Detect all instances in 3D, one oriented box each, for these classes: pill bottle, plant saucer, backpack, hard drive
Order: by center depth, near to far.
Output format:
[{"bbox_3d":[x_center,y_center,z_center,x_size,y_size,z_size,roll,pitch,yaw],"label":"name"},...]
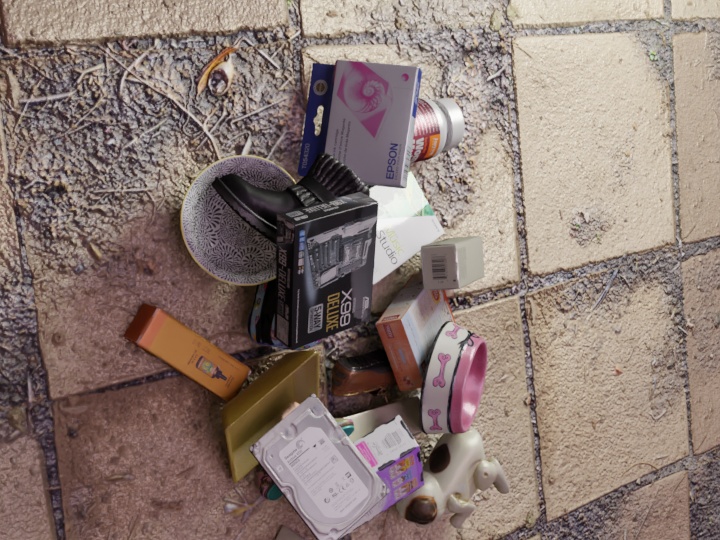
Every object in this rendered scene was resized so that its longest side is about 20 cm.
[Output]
[{"bbox_3d":[-0.066,0.318,1.551,0.139,0.038,0.201,-37,84,-13],"label":"hard drive"},{"bbox_3d":[-0.089,0.043,1.577,0.134,0.181,0.203,32,70,-36],"label":"backpack"},{"bbox_3d":[-0.153,0.227,1.583,0.199,0.048,0.201,-39,155,-27],"label":"plant saucer"},{"bbox_3d":[0.083,-0.244,1.720,0.197,0.109,0.112,-17,103,-32],"label":"pill bottle"}]

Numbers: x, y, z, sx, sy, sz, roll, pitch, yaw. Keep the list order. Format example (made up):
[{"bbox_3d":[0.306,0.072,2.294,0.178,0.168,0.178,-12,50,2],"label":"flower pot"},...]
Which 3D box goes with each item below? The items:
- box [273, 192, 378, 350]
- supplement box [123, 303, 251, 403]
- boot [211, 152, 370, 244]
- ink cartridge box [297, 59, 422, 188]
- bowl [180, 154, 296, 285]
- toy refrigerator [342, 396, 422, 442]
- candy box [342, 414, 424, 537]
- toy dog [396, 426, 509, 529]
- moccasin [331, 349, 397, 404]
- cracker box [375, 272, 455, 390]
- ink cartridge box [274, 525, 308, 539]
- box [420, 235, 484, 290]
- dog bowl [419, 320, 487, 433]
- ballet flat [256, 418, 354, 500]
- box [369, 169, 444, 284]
[{"bbox_3d":[-0.051,0.000,1.434,0.156,0.049,0.203,-17,123,-37],"label":"box"},{"bbox_3d":[-0.270,0.132,1.532,0.199,0.068,0.067,39,73,-29],"label":"supplement box"},{"bbox_3d":[-0.104,-0.121,1.470,0.210,0.079,0.159,36,85,-11],"label":"boot"},{"bbox_3d":[-0.007,-0.245,1.616,0.043,0.196,0.200,11,86,-75],"label":"ink cartridge box"},{"bbox_3d":[-0.185,-0.073,1.541,0.197,0.094,0.205,1,85,-11],"label":"bowl"},{"bbox_3d":[0.019,0.287,1.726,0.197,0.076,0.071,-12,74,-34],"label":"toy refrigerator"},{"bbox_3d":[0.006,0.359,1.661,0.198,0.072,0.169,-29,146,-13],"label":"candy box"},{"bbox_3d":[0.154,0.392,1.796,0.199,0.139,0.196,-34,132,-20],"label":"toy dog"},{"bbox_3d":[0.026,0.192,1.733,0.200,0.073,0.079,-6,121,-52],"label":"moccasin"},{"bbox_3d":[0.105,0.104,1.744,0.200,0.057,0.136,-48,123,-56],"label":"cracker box"},{"bbox_3d":[-0.052,0.534,1.666,0.199,0.145,0.085,39,74,-30],"label":"ink cartridge box"},{"bbox_3d":[0.169,-0.015,1.762,0.200,0.067,0.084,-13,99,-70],"label":"box"},{"bbox_3d":[0.168,0.195,1.713,0.200,0.072,0.204,11,90,-71],"label":"dog bowl"},{"bbox_3d":[-0.101,0.297,1.627,0.200,0.071,0.069,-43,145,6],"label":"ballet flat"},{"bbox_3d":[0.046,-0.080,1.721,0.199,0.036,0.146,-35,98,-35],"label":"box"}]
